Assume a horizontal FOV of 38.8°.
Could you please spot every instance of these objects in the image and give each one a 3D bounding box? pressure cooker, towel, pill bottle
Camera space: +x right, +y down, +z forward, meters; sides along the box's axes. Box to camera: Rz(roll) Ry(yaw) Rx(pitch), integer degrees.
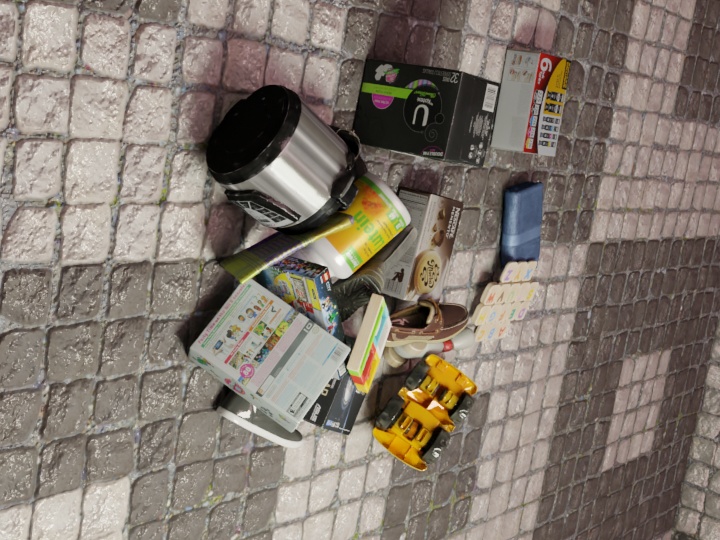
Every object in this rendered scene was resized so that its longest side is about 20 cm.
[{"bbox_3d":[-0.103,-0.151,1.502,0.178,0.176,0.200,-33,132,18],"label":"pressure cooker"},{"bbox_3d":[-0.110,-0.040,1.537,0.200,0.144,0.023,-29,107,-13],"label":"towel"},{"bbox_3d":[-0.025,-0.057,1.674,0.200,0.111,0.111,-42,136,-5],"label":"pill bottle"},{"bbox_3d":[0.341,-0.088,2.186,0.112,0.048,0.200,-20,119,-42],"label":"towel"}]

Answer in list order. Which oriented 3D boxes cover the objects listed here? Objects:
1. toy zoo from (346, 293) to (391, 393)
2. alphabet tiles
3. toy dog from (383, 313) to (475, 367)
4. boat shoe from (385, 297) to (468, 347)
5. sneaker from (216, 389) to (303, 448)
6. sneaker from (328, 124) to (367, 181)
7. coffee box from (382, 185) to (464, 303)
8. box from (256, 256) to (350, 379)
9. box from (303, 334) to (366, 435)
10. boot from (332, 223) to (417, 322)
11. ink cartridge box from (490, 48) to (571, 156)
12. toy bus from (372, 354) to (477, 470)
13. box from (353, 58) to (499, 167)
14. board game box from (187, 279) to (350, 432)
[{"bbox_3d":[0.018,0.129,1.717,0.200,0.020,0.131,73,35,-70],"label":"toy zoo"},{"bbox_3d":[0.313,0.067,2.194,0.200,0.015,0.196,-3,122,-50],"label":"alphabet tiles"},{"bbox_3d":[0.124,0.120,1.967,0.200,0.132,0.097,5,61,-55],"label":"toy dog"},{"bbox_3d":[0.121,0.089,1.865,0.200,0.072,0.072,-7,150,-27],"label":"boat shoe"},{"bbox_3d":[-0.143,0.226,1.694,0.200,0.071,0.099,35,80,-46],"label":"sneaker"},{"bbox_3d":[-0.026,-0.176,1.661,0.200,0.106,0.075,33,78,-51],"label":"sneaker"},{"bbox_3d":[0.109,-0.046,1.894,0.113,0.080,0.200,10,96,-51],"label":"coffee box"},{"bbox_3d":[-0.093,0.071,1.646,0.038,0.136,0.200,-40,131,-36],"label":"box"},{"bbox_3d":[-0.031,0.201,1.790,0.161,0.043,0.200,-67,164,-8],"label":"box"},{"bbox_3d":[0.000,0.002,1.775,0.073,0.182,0.200,55,30,-20],"label":"boot"},{"bbox_3d":[0.361,-0.340,2.090,0.175,0.084,0.200,-3,105,-50],"label":"ink cartridge box"},{"bbox_3d":[0.119,0.275,1.969,0.200,0.136,0.192,-54,176,-9],"label":"toy bus"},{"bbox_3d":[0.108,-0.265,1.716,0.124,0.200,0.149,3,101,-52],"label":"box"},{"bbox_3d":[-0.140,0.127,1.566,0.148,0.200,0.064,-53,178,-23],"label":"board game box"}]
